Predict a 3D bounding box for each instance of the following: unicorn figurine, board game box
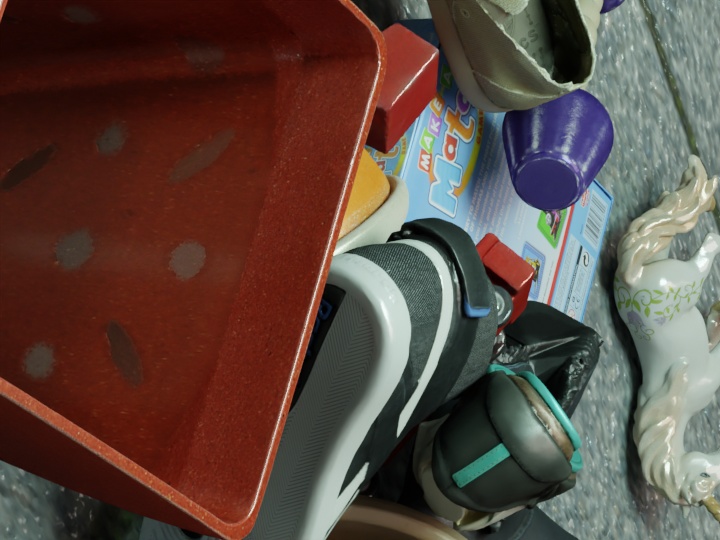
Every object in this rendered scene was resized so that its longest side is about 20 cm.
[{"bbox_3d":[0.192,0.044,1.505,0.137,0.074,0.201,-45,115,-33],"label":"unicorn figurine"},{"bbox_3d":[0.058,-0.014,1.318,0.200,0.036,0.152,42,58,-51],"label":"board game box"}]

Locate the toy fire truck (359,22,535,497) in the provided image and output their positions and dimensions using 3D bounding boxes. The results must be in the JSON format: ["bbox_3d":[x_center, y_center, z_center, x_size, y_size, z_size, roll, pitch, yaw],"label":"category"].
[{"bbox_3d":[0.000,0.000,1.175,0.200,0.141,0.049,-47,166,-18],"label":"toy fire truck"}]

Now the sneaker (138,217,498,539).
[{"bbox_3d":[-0.006,0.065,1.037,0.112,0.073,0.200,-21,152,-49],"label":"sneaker"}]

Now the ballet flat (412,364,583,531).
[{"bbox_3d":[0.055,0.076,1.110,0.068,0.068,0.200,53,1,9],"label":"ballet flat"}]

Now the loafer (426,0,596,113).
[{"bbox_3d":[0.059,-0.156,1.189,0.076,0.068,0.200,-58,137,-30],"label":"loafer"}]

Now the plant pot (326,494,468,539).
[{"bbox_3d":[-0.016,0.188,1.133,0.093,0.199,0.202,-105,-169,-80],"label":"plant pot"}]

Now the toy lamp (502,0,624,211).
[{"bbox_3d":[0.108,-0.101,1.317,0.200,0.058,0.058,-71,147,-50],"label":"toy lamp"}]

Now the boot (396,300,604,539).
[{"bbox_3d":[0.087,0.103,1.292,0.200,0.076,0.169,5,111,-51],"label":"boot"}]

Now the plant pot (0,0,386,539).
[{"bbox_3d":[-0.133,-0.039,0.906,0.200,0.175,0.201,39,61,-49],"label":"plant pot"}]

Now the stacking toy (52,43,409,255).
[{"bbox_3d":[-0.080,-0.074,1.052,0.146,0.146,0.201,-39,108,-48],"label":"stacking toy"}]
